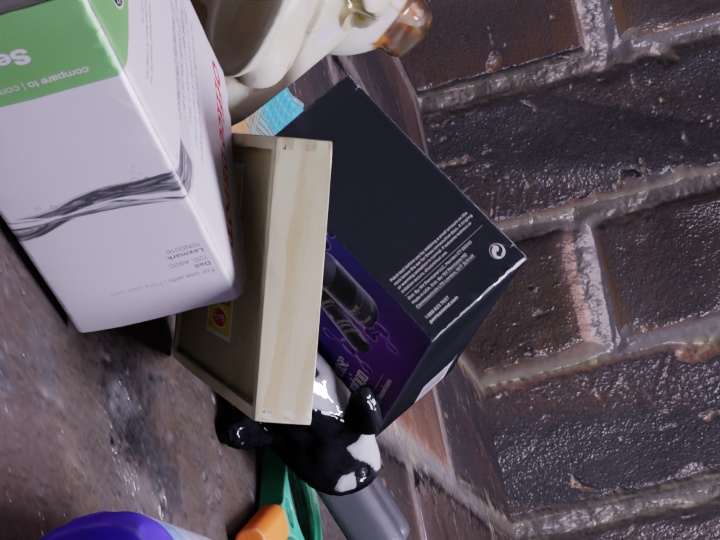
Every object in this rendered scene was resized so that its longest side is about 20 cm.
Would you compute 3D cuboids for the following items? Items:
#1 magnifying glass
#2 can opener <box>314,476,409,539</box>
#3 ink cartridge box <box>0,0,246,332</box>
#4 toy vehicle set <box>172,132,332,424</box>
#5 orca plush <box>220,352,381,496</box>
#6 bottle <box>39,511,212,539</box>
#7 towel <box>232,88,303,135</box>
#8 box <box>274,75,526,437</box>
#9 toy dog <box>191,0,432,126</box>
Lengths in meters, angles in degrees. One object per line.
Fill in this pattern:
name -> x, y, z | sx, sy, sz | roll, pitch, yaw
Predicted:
magnifying glass -> -0.049, 0.151, 1.066 | 0.200, 0.022, 0.080 | -21, 97, -81
can opener -> -0.020, 0.088, 1.107 | 0.201, 0.067, 0.053 | 57, 11, 0
ink cartridge box -> -0.120, -0.090, 0.739 | 0.201, 0.084, 0.147 | 68, 11, -51
toy vehicle set -> -0.057, -0.004, 0.850 | 0.200, 0.026, 0.126 | -161, -105, -73
orca plush -> -0.049, 0.075, 1.005 | 0.071, 0.105, 0.201 | -48, 147, -24
bottle -> -0.075, 0.149, 0.707 | 0.200, 0.065, 0.084 | 53, 23, -71
towel -> -0.077, -0.085, 1.126 | 0.200, 0.021, 0.148 | 60, 36, -66
box -> 0.000, 0.000, 0.999 | 0.141, 0.079, 0.200 | 48, -21, 10
toy dog -> -0.038, -0.157, 0.985 | 0.199, 0.139, 0.195 | -27, 137, -46
